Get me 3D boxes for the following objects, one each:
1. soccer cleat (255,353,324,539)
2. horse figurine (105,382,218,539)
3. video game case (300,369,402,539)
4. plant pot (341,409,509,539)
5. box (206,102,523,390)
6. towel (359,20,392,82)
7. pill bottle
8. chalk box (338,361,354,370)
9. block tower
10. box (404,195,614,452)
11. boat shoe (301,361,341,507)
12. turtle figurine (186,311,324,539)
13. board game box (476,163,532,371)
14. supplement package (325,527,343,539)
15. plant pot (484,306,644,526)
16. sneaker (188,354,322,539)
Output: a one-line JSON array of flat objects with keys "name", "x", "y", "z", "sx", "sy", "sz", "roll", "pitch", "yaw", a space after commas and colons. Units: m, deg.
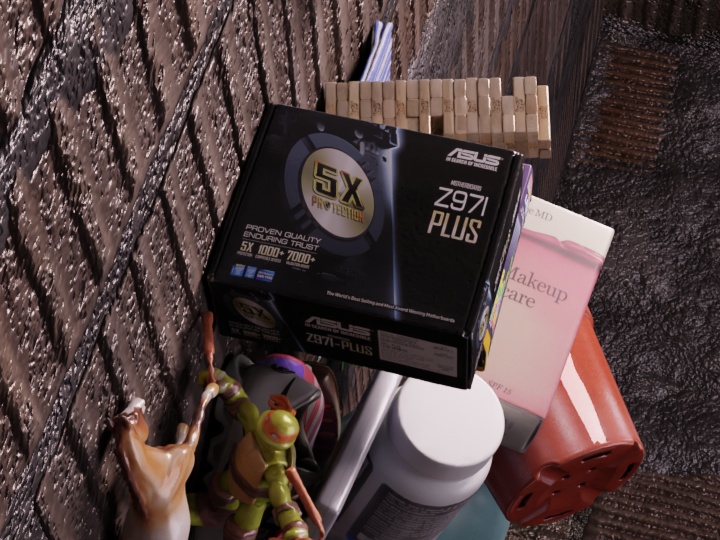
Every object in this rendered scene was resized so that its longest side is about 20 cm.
[{"name": "soccer cleat", "x": -0.069, "y": 0.152, "z": 1.546, "sx": 0.200, "sy": 0.066, "sz": 0.077, "roll": 99, "pitch": -1, "yaw": -46}, {"name": "horse figurine", "x": -0.135, "y": 0.166, "z": 1.261, "sx": 0.133, "sy": 0.050, "sz": 0.201, "roll": -55, "pitch": 155, "yaw": -67}, {"name": "video game case", "x": -0.030, "y": 0.186, "z": 1.496, "sx": 0.182, "sy": 0.022, "sz": 0.200, "roll": -63, "pitch": 179, "yaw": 37}, {"name": "plant pot", "x": 0.039, "y": 0.221, "z": 1.904, "sx": 0.161, "sy": 0.200, "sz": 0.201, "roll": 45, "pitch": 57, "yaw": -63}, {"name": "box", "x": 0.007, "y": -0.019, "z": 1.387, "sx": 0.086, "sy": 0.199, "sz": 0.164, "roll": 86, "pitch": 20, "yaw": -59}, {"name": "towel", "x": 0.004, "y": -0.114, "z": 1.738, "sx": 0.145, "sy": 0.024, "sz": 0.201, "roll": -73, "pitch": 168, "yaw": -52}, {"name": "pill bottle", "x": 0.048, "y": 0.167, "z": 1.623, "sx": 0.200, "sy": 0.113, "sz": 0.114, "roll": 121, "pitch": -9, "yaw": -56}, {"name": "chalk box", "x": 0.000, "y": 0.000, "z": 1.600, "sx": 0.200, "sy": 0.123, "sz": 0.125, "roll": -64, "pitch": 164, "yaw": -51}, {"name": "block tower", "x": 0.061, "y": -0.128, "z": 1.587, "sx": 0.054, "sy": 0.199, "sz": 0.058, "roll": 76, "pitch": 13, "yaw": -67}, {"name": "box", "x": 0.133, "y": 0.042, "z": 1.691, "sx": 0.109, "sy": 0.127, "sz": 0.201, "roll": 104, "pitch": 9, "yaw": -67}, {"name": "boat shoe", "x": -0.052, "y": 0.136, "z": 1.640, "sx": 0.200, "sy": 0.075, "sz": 0.072, "roll": 104, "pitch": 1, "yaw": -51}, {"name": "turtle figurine", "x": -0.081, "y": 0.140, "z": 1.342, "sx": 0.064, "sy": 0.200, "sz": 0.161, "roll": -9, "pitch": 144, "yaw": -37}, {"name": "board game box", "x": 0.022, "y": -0.021, "z": 1.470, "sx": 0.057, "sy": 0.199, "sz": 0.166, "roll": 80, "pitch": 23, "yaw": -61}, {"name": "supplement package", "x": -0.054, "y": 0.344, "z": 1.713, "sx": 0.121, "sy": 0.119, "sz": 0.201, "roll": -39, "pitch": 140, "yaw": -72}, {"name": "plant pot", "x": 0.168, "y": 0.128, "z": 1.812, "sx": 0.201, "sy": 0.200, "sz": 0.196, "roll": 83, "pitch": -17, "yaw": -62}, {"name": "sneaker", "x": -0.078, "y": 0.174, "z": 1.461, "sx": 0.074, "sy": 0.088, "sz": 0.201, "roll": -18, "pitch": 120, "yaw": -69}]
